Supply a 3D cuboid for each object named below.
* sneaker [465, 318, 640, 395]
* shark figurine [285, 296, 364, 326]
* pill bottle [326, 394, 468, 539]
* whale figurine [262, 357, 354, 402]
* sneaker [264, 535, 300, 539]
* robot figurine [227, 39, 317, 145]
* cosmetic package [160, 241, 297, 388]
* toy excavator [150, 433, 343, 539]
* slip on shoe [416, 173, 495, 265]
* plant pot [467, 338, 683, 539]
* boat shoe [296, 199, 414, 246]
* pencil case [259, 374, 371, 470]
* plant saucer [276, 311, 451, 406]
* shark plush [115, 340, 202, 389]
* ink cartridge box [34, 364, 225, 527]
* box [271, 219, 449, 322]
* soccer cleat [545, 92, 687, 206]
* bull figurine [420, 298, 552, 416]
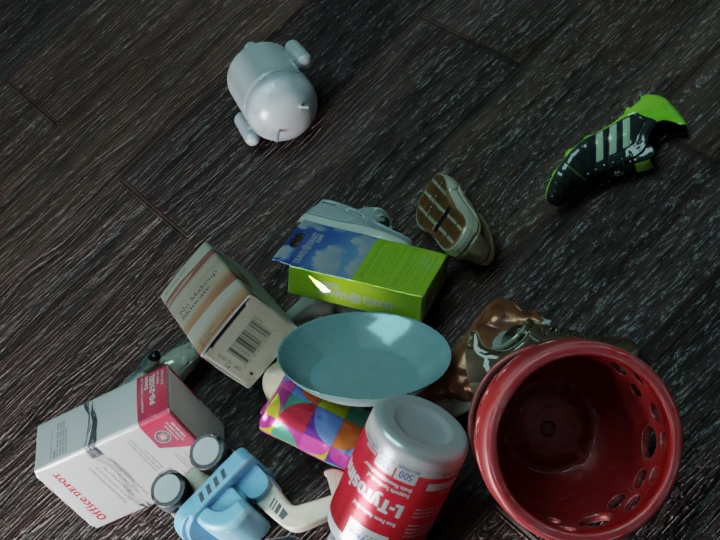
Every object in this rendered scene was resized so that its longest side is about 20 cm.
[{"bbox_3d":[0.215,0.087,1.568,0.199,0.076,0.070,-11,-1,-11],"label":"sneaker"},{"bbox_3d":[-0.075,0.044,1.838,0.214,0.090,0.128,-24,29,31],"label":"shark figurine"},{"bbox_3d":[0.031,0.243,1.519,0.112,0.112,0.201,57,133,48],"label":"pill bottle"},{"bbox_3d":[-0.019,0.131,1.735,0.199,0.104,0.159,-23,7,-16],"label":"whale figurine"},{"bbox_3d":[-0.100,0.387,1.554,0.202,0.077,0.146,-35,53,-13],"label":"sneaker"},{"bbox_3d":[-0.134,-0.272,2.142,0.170,0.113,0.200,-56,38,21],"label":"robot figurine"},{"bbox_3d":[-0.170,0.053,1.786,0.104,0.087,0.200,-52,30,1],"label":"cosmetic package"},{"bbox_3d":[-0.119,0.277,1.677,0.194,0.100,0.200,-45,56,-6],"label":"toy excavator"},{"bbox_3d":[0.126,-0.065,1.832,0.076,0.060,0.200,-57,22,11],"label":"slip on shoe"},{"bbox_3d":[0.211,0.169,1.444,0.200,0.201,0.182,-39,1,-3],"label":"plant pot"},{"bbox_3d":[0.003,-0.058,1.894,0.200,0.070,0.072,17,59,39],"label":"boat shoe"},{"bbox_3d":[-0.021,0.189,1.622,0.199,0.088,0.089,28,66,5],"label":"pencil case"},{"bbox_3d":[0.004,0.110,1.609,0.200,0.039,0.201,0,26,0],"label":"plant saucer"},{"bbox_3d":[-0.291,0.164,1.927,0.200,0.091,0.083,-41,17,26],"label":"shark plush"},{"bbox_3d":[-0.291,0.226,1.782,0.199,0.145,0.085,-25,42,13],"label":"ink cartridge box"},{"bbox_3d":[0.000,0.000,1.776,0.199,0.048,0.122,14,31,14],"label":"box"},{"bbox_3d":[0.321,-0.143,1.767,0.200,0.068,0.081,-39,55,-3],"label":"soccer cleat"},{"bbox_3d":[0.143,0.119,1.651,0.121,0.065,0.200,21,70,38],"label":"bull figurine"}]
